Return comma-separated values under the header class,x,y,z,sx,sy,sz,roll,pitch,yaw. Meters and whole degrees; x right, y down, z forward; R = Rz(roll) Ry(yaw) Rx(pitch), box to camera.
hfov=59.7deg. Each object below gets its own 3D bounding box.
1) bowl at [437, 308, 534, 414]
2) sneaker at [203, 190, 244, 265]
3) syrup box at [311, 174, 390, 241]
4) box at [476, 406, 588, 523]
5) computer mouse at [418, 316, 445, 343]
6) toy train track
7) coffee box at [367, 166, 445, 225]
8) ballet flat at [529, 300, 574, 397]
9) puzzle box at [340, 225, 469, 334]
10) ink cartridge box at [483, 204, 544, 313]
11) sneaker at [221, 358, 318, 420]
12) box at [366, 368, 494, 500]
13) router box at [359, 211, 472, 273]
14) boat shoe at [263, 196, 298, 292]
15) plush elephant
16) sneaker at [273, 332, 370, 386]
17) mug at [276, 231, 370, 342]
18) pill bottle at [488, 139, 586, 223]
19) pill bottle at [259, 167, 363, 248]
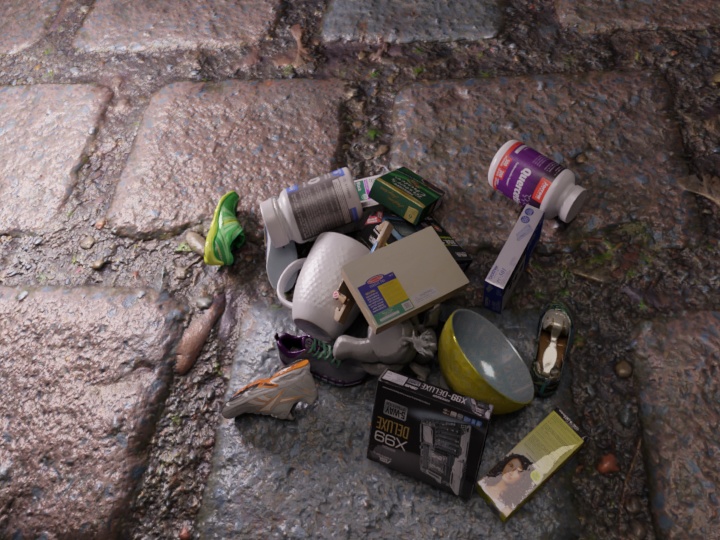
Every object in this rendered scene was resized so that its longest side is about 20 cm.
class,x,y,z,sx,sy,sz,roll,pitch,yaw
bowl,0.203,0.182,1.119,0.108,0.197,0.203,-48,53,26
sneaker,-0.300,-0.090,1.420,0.081,0.075,0.205,15,54,-12
syrup box,-0.033,-0.138,1.392,0.193,0.082,0.081,-13,58,1
box,0.290,0.327,1.061,0.198,0.051,0.075,-38,59,-16
computer mouse,0.121,0.091,1.249,0.058,0.034,0.200,-38,59,-15
toy train track,0.000,0.000,1.161,0.032,0.114,0.204,26,86,33
coffee box,0.103,-0.162,1.326,0.121,0.045,0.199,33,25,11
ballet flat,0.360,0.133,1.164,0.072,0.075,0.205,10,59,15
puzzle box,0.077,0.013,1.098,0.195,0.026,0.135,-23,64,-19
ink cartridge box,0.307,-0.024,1.257,0.043,0.095,0.202,23,63,22
sneaker,-0.168,0.248,1.172,0.195,0.076,0.094,-26,94,12
box,0.114,0.275,1.061,0.194,0.163,0.050,17,23,18
router box,0.113,-0.045,1.254,0.196,0.063,0.151,-3,44,-47
boat shoe,-0.174,-0.052,1.371,0.068,0.091,0.208,-4,83,-9
plush elephant,0.078,0.123,1.154,0.196,0.154,0.170,18,84,32
sneaker,-0.074,0.165,1.199,0.193,0.089,0.076,7,58,13
mug,-0.079,0.036,1.254,0.195,0.149,0.179,13,63,28
pill bottle,0.377,-0.187,1.340,0.112,0.114,0.198,-42,60,-19
pill bottle,-0.100,-0.125,1.283,0.194,0.115,0.116,-20,56,-3
